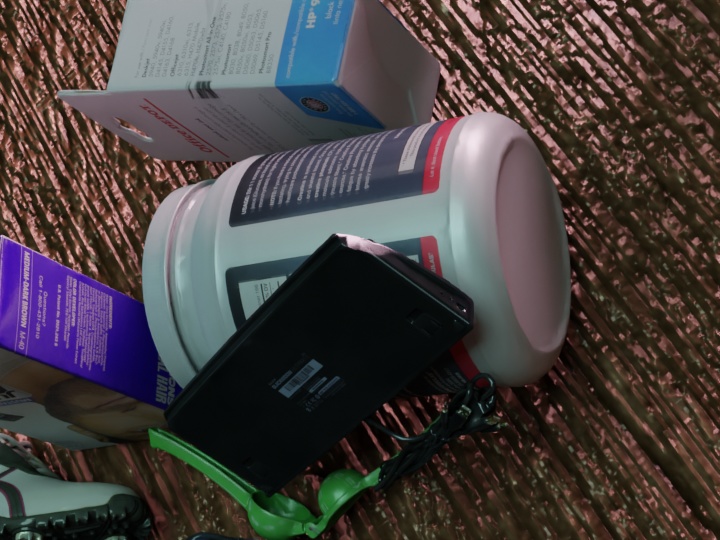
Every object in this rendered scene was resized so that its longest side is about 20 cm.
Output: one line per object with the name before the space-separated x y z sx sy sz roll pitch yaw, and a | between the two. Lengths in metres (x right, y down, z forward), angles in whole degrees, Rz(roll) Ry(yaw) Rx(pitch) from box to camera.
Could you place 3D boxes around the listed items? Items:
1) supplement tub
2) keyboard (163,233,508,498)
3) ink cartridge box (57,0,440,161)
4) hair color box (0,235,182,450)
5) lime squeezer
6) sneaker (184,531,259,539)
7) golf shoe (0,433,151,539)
supplement tub | 0.000 0.000 0.750 0.199 0.140 0.141 -8 69 26
keyboard | -0.007 0.062 0.699 0.200 0.127 0.021 -43 16 45
ink cartridge box | -0.067 -0.115 0.842 0.199 0.116 0.067 3 74 29
hair color box | -0.180 0.048 0.796 0.109 0.200 0.065 -11 69 25
lime squeezer | -0.025 0.113 0.783 0.199 0.038 0.071 -10 72 24
sneaker | -0.093 0.175 0.769 0.199 0.079 0.076 -11 49 23
golf shoe | -0.215 0.137 0.861 0.199 0.077 0.089 -9 62 25
